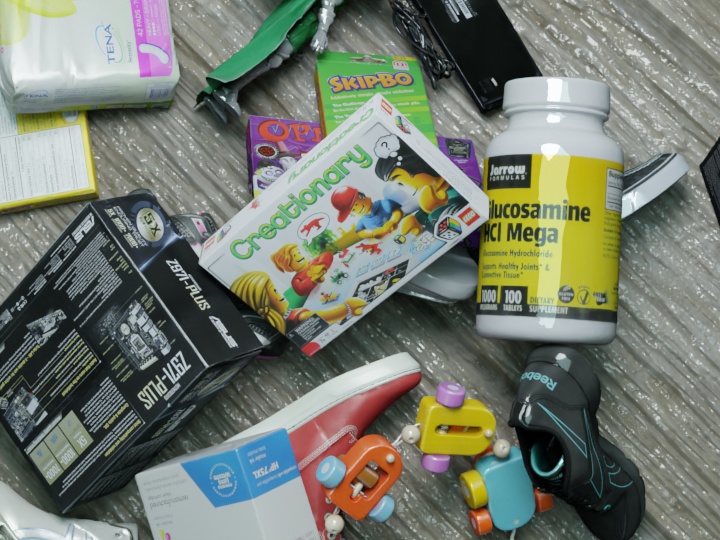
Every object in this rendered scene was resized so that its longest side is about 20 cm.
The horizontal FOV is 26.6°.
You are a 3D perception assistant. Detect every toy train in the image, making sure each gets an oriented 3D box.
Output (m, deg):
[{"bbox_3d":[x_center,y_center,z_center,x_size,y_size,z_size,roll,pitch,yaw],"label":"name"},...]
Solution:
[{"bbox_3d":[0.060,0.168,1.222,0.199,0.056,0.151,34,94,-28],"label":"toy train"}]

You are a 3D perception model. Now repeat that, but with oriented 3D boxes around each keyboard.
[{"bbox_3d":[0.072,-0.226,1.354,0.103,0.040,0.201,-23,75,-26],"label":"keyboard"}]

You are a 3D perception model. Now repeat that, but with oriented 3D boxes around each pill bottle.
[{"bbox_3d":[0.150,-0.045,1.195,0.111,0.112,0.203,3,87,4],"label":"pill bottle"}]

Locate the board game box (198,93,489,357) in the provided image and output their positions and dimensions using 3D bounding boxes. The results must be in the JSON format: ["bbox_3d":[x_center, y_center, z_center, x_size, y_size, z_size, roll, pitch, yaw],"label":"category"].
[{"bbox_3d":[-0.014,-0.031,1.183,0.126,0.035,0.199,40,118,-22],"label":"board game box"}]

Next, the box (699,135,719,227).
[{"bbox_3d":[0.353,-0.024,1.231,0.078,0.141,0.202,-16,78,0],"label":"box"}]

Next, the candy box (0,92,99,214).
[{"bbox_3d":[-0.296,-0.154,1.354,0.101,0.026,0.203,-10,77,1],"label":"candy box"}]

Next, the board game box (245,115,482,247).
[{"bbox_3d":[0.005,-0.074,1.263,0.197,0.033,0.121,5,37,-12],"label":"board game box"}]

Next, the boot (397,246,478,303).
[{"bbox_3d":[0.000,0.000,1.277,0.198,0.074,0.096,26,122,13],"label":"boot"}]

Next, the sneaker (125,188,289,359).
[{"bbox_3d":[-0.138,-0.004,1.286,0.199,0.080,0.087,32,81,8],"label":"sneaker"}]

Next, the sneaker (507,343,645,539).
[{"bbox_3d":[0.162,0.152,1.191,0.075,0.201,0.079,1,41,40],"label":"sneaker"}]

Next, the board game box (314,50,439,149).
[{"bbox_3d":[0.014,-0.119,1.274,0.094,0.030,0.201,3,43,-11],"label":"board game box"}]

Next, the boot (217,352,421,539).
[{"bbox_3d":[-0.013,0.168,1.247,0.199,0.072,0.145,-32,78,4],"label":"boot"}]

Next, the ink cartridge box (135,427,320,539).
[{"bbox_3d":[-0.089,0.237,1.193,0.115,0.067,0.202,-18,89,35],"label":"ink cartridge box"}]

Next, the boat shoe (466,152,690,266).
[{"bbox_3d":[0.180,-0.058,1.283,0.198,0.074,0.069,-30,87,7],"label":"boat shoe"}]

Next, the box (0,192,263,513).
[{"bbox_3d":[-0.204,0.065,1.225,0.200,0.086,0.164,-45,76,26],"label":"box"}]

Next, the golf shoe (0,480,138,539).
[{"bbox_3d":[-0.232,0.232,1.253,0.200,0.078,0.097,45,66,6],"label":"golf shoe"}]

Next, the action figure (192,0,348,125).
[{"bbox_3d":[-0.057,-0.210,1.327,0.200,0.118,0.055,-47,105,-16],"label":"action figure"}]

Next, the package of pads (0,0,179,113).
[{"bbox_3d":[-0.248,-0.240,1.330,0.152,0.068,0.203,-6,76,-19],"label":"package of pads"}]
